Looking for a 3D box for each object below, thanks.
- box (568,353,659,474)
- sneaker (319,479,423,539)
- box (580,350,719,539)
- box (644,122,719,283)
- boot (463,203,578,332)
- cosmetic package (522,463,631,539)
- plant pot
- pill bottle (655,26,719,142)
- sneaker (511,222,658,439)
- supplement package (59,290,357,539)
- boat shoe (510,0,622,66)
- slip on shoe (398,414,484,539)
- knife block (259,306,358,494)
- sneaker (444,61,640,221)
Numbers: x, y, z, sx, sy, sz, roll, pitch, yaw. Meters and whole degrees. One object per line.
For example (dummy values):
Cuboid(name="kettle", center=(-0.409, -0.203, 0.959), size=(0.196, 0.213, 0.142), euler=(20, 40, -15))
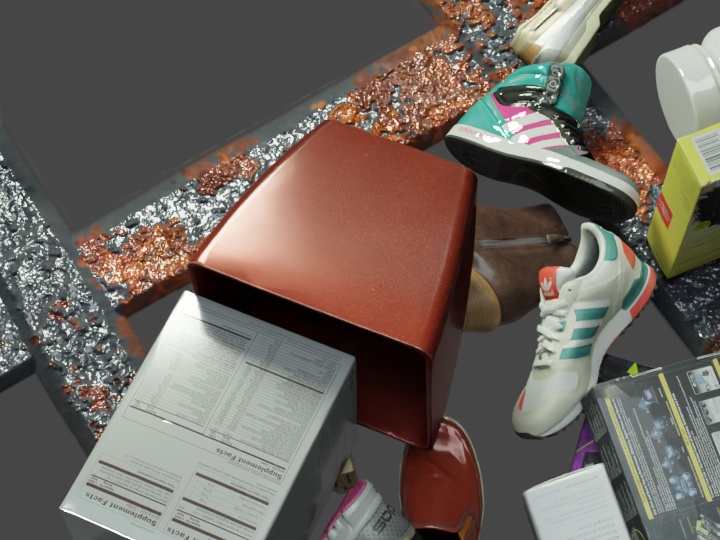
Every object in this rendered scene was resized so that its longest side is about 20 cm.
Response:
Cuboid(name="box", center=(0.247, 0.182, 1.429), size=(0.143, 0.036, 0.200), euler=(15, 68, 9))
Cuboid(name="sneaker", center=(-0.015, 0.269, 1.350), size=(0.087, 0.074, 0.200), euler=(31, 98, 3))
Cuboid(name="box", center=(0.289, 0.171, 1.385), size=(0.161, 0.049, 0.200), euler=(-14, 71, -15))
Cuboid(name="box", center=(0.296, -0.059, 1.448), size=(0.075, 0.200, 0.050), euler=(-22, 69, -7))
Cuboid(name="boot", center=(0.096, -0.037, 1.514), size=(0.166, 0.072, 0.200), euler=(-15, 66, -28))
Cuboid(name="cosmetic package", center=(0.191, 0.260, 1.328), size=(0.074, 0.102, 0.200), euler=(-20, 76, 2))
Cuboid(name="plant pot", center=(0.000, 0.000, 1.359), size=(0.200, 0.200, 0.176), euler=(21, 66, 13))
Cuboid(name="pill bottle", center=(0.380, -0.180, 1.550), size=(0.200, 0.114, 0.114), euler=(-18, 66, -6))
Cuboid(name="sneaker", center=(0.171, 0.047, 1.451), size=(0.093, 0.070, 0.200), euler=(45, 69, -24))
Cuboid(name="supplement package", center=(-0.109, 0.155, 1.308), size=(0.151, 0.152, 0.200), euler=(21, 61, 12))
Cuboid(name="boat shoe", center=(0.217, -0.271, 1.619), size=(0.068, 0.075, 0.200), euler=(32, 71, 10))
Cuboid(name="slip on shoe", center=(0.065, 0.211, 1.408), size=(0.074, 0.061, 0.200), euler=(2, 64, 5))
Cuboid(name="knife block", center=(-0.054, 0.073, 1.468), size=(0.200, 0.064, 0.176), euler=(27, 74, 15))
Cuboid(name="sneaker", center=(0.187, -0.125, 1.537), size=(0.200, 0.084, 0.121), euler=(25, 71, 32))
